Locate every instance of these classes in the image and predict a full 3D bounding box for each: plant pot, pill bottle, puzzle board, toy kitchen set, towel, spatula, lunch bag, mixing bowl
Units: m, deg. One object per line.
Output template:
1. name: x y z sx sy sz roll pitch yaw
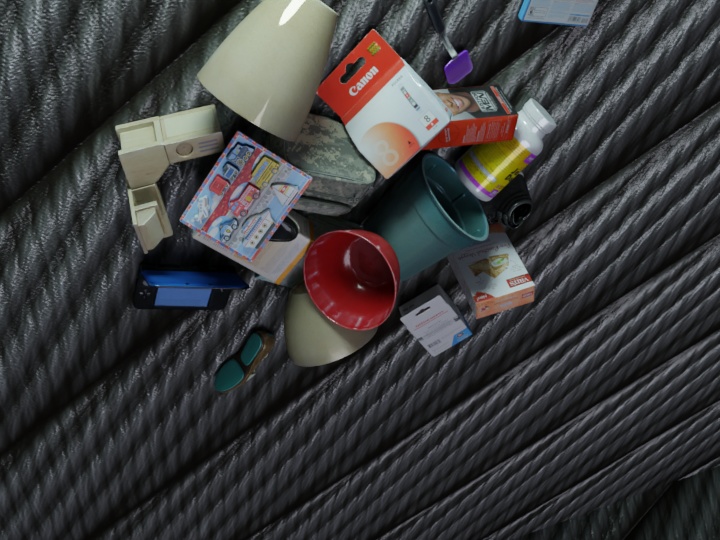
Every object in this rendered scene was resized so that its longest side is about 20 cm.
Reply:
1. plant pot: 0.119 -0.092 1.648 0.199 0.202 0.195 25 130 -40
2. pill bottle: 0.284 -0.237 1.615 0.104 0.105 0.200 24 122 -39
3. puzzle board: -0.196 -0.119 1.407 0.150 0.017 0.201 31 117 -19
4. toy kitchen set: -0.307 -0.138 1.425 0.178 0.164 0.202 -14 139 -8
5. towel: -0.103 -0.037 1.708 0.170 0.049 0.200 18 126 -35
6. plant pot: -0.078 0.084 1.700 0.198 0.201 0.136 -22 109 0
7. spatula: 0.148 -0.403 1.443 0.056 0.021 0.200 -38 136 -1
8. lunch bag: -0.087 -0.177 1.507 0.197 0.141 0.168 8 149 -28
9. plant pot: -0.125 -0.339 1.298 0.186 0.188 0.201 24 109 -39
10. mixing bowl: 0.000 0.000 1.585 0.108 0.199 0.201 -42 166 -53

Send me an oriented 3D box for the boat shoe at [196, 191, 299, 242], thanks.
1. boat shoe: -0.201 -0.085 1.476 0.197 0.067 0.075 24 122 -21

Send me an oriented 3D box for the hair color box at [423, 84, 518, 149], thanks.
1. hair color box: 0.178 -0.283 1.524 0.197 0.102 0.062 -9 137 -15

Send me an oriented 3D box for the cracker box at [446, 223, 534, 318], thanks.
1. cracker box: 0.276 -0.003 1.787 0.132 0.202 0.058 -16 139 -6

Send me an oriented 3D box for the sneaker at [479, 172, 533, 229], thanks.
1. sneaker: 0.278 -0.115 1.747 0.199 0.100 0.070 -40 137 22

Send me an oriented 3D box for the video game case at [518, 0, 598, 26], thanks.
1. video game case: 0.367 -0.517 1.419 0.141 0.018 0.202 -2 135 -20

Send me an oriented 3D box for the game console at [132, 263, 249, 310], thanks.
1. game console: -0.340 0.051 1.648 0.197 0.119 0.172 3 133 -24

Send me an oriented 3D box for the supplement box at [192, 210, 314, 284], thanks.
1. supplement box: -0.201 -0.078 1.571 0.199 0.074 0.126 31 119 -26

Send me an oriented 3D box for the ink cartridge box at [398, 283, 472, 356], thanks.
1. ink cartridge box: 0.171 0.110 1.964 0.115 0.068 0.200 -31 138 10

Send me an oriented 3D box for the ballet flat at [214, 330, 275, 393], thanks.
1. ballet flat: -0.258 0.211 1.905 0.072 0.068 0.201 2 133 -52

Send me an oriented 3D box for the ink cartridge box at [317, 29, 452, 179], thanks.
1. ink cartridge box: 0.037 -0.282 1.423 0.200 0.050 0.162 43 119 -13
